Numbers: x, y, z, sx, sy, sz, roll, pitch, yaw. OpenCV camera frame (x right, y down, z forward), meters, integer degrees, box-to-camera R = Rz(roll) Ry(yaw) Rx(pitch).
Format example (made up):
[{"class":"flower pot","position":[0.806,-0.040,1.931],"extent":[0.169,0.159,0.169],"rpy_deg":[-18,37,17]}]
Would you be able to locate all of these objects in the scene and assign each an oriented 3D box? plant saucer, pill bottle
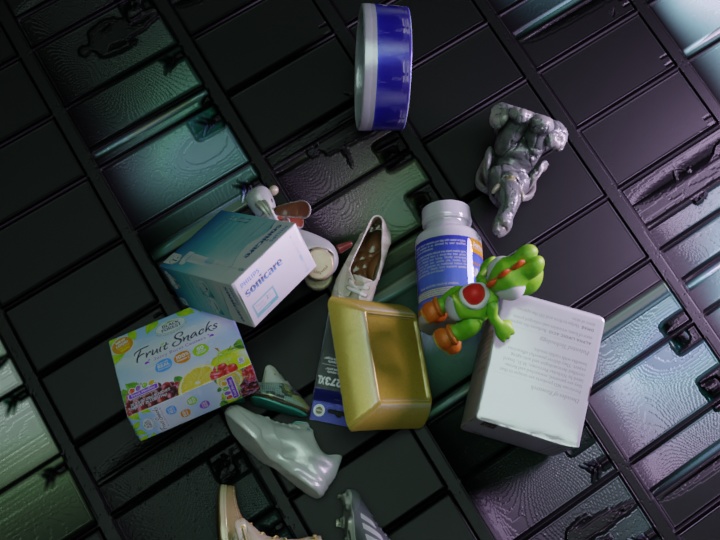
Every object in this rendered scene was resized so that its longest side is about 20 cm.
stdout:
[{"class":"plant saucer","position":[0.042,0.139,1.558],"extent":[0.048,0.198,0.204],"rpy_deg":[-19,73,34]},{"class":"pill bottle","position":[0.143,-0.005,1.629],"extent":[0.109,0.112,0.204],"rpy_deg":[0,68,-2]}]

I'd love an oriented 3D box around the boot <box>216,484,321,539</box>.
[{"class":"boot","position":[-0.136,0.409,1.531],"extent":[0.152,0.073,0.203],"rpy_deg":[-8,55,-13]}]

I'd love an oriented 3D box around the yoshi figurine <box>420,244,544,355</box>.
[{"class":"yoshi figurine","position":[0.193,0.037,1.489],"extent":[0.199,0.113,0.113],"rpy_deg":[-37,107,23]}]

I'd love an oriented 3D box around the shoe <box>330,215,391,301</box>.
[{"class":"shoe","position":[0.000,0.000,1.633],"extent":[0.069,0.054,0.203],"rpy_deg":[17,62,6]}]

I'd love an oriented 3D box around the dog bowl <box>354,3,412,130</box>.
[{"class":"dog bowl","position":[0.035,-0.331,1.667],"extent":[0.077,0.200,0.205],"rpy_deg":[1,75,-5]}]

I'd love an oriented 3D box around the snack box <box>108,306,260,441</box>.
[{"class":"snack box","position":[-0.272,0.145,1.563],"extent":[0.197,0.068,0.170],"rpy_deg":[-21,44,-8]}]

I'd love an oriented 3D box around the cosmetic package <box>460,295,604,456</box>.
[{"class":"cosmetic package","position":[0.261,0.162,1.569],"extent":[0.162,0.165,0.204],"rpy_deg":[15,76,2]}]

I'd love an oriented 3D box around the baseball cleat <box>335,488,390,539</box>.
[{"class":"baseball cleat","position":[0.027,0.418,1.523],"extent":[0.104,0.070,0.202],"rpy_deg":[0,46,-15]}]

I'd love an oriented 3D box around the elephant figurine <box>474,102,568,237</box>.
[{"class":"elephant figurine","position":[0.246,-0.165,1.678],"extent":[0.140,0.154,0.204],"rpy_deg":[25,103,39]}]

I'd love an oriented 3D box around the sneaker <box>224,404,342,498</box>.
[{"class":"sneaker","position":[-0.119,0.262,1.584],"extent":[0.199,0.075,0.089],"rpy_deg":[38,65,1]}]

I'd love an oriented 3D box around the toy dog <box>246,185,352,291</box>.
[{"class":"toy dog","position":[-0.089,-0.065,1.636],"extent":[0.096,0.132,0.201],"rpy_deg":[-38,106,-11]}]

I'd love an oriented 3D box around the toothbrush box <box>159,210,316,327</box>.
[{"class":"toothbrush box","position":[-0.189,-0.008,1.560],"extent":[0.146,0.198,0.086],"rpy_deg":[-45,124,-28]}]

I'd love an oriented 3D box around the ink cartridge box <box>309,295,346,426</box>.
[{"class":"ink cartridge box","position":[-0.019,0.146,1.630],"extent":[0.093,0.037,0.204],"rpy_deg":[10,77,0]}]

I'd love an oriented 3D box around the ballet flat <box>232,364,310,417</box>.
[{"class":"ballet flat","position":[-0.172,0.182,1.600],"extent":[0.195,0.069,0.073],"rpy_deg":[7,67,2]}]
